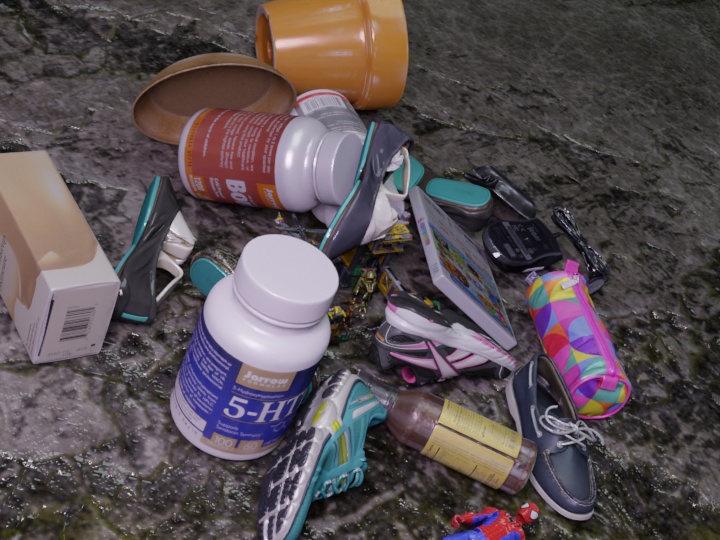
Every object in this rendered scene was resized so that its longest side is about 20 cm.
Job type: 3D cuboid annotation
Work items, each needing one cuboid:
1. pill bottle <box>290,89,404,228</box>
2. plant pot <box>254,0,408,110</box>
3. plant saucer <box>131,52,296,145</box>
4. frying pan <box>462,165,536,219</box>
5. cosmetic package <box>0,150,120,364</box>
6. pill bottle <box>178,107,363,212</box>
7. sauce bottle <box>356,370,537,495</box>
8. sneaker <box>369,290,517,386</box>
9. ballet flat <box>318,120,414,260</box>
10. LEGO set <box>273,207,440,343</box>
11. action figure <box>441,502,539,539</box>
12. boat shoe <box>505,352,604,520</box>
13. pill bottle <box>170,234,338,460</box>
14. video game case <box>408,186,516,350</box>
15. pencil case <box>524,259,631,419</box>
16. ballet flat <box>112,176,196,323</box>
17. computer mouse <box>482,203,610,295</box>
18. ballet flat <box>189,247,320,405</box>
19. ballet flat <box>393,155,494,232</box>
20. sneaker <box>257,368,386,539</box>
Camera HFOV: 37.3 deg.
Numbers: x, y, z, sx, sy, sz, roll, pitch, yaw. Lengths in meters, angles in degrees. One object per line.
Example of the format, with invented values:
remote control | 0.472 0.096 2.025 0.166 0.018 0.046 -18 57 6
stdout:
pill bottle | -0.027 -0.128 1.350 0.114 0.114 0.200 0 43 -31
plant pot | -0.050 -0.325 1.536 0.183 0.200 0.200 -8 46 -16
plant saucer | -0.178 -0.211 1.293 0.200 0.200 0.035 0 69 -31
frying pan | 0.182 -0.125 1.483 0.190 0.031 0.115 31 15 -41
cosmetic package | -0.315 -0.017 1.049 0.071 0.105 0.200 -8 46 -37
pill bottle | -0.102 -0.127 1.245 0.200 0.112 0.112 9 29 25
sauce bottle | 0.080 0.161 1.095 0.200 0.065 0.065 27 36 0
sneaker | 0.084 0.090 1.185 0.200 0.086 0.080 25 14 -36
ballet flat | 0.015 -0.082 1.167 0.073 0.073 0.200 23 55 -3
LEGO set | 0.000 0.000 1.202 0.200 0.116 0.154 1 43 -29
action figure | 0.106 0.262 1.004 0.200 0.052 0.065 -16 49 -46
boat shoe | 0.215 0.176 1.160 0.075 0.062 0.200 14 38 -20
pill bottle | -0.095 0.070 0.989 0.120 0.200 0.120 16 37 -12
video game case | 0.121 -0.006 1.298 0.143 0.018 0.200 42 20 -29
pencil case | 0.258 0.083 1.283 0.088 0.088 0.200 10 40 -20
ballet flat | -0.219 -0.017 1.133 0.068 0.068 0.200 26 45 -13
computer mouse | 0.246 -0.011 1.435 0.200 0.046 0.140 -17 65 -43
ballet flat | -0.094 0.049 1.115 0.200 0.068 0.075 48 32 11
ballet flat | 0.081 -0.101 1.411 0.200 0.068 0.068 27 54 22
sneaker | -0.030 0.177 0.995 0.080 0.078 0.200 42 47 -11
